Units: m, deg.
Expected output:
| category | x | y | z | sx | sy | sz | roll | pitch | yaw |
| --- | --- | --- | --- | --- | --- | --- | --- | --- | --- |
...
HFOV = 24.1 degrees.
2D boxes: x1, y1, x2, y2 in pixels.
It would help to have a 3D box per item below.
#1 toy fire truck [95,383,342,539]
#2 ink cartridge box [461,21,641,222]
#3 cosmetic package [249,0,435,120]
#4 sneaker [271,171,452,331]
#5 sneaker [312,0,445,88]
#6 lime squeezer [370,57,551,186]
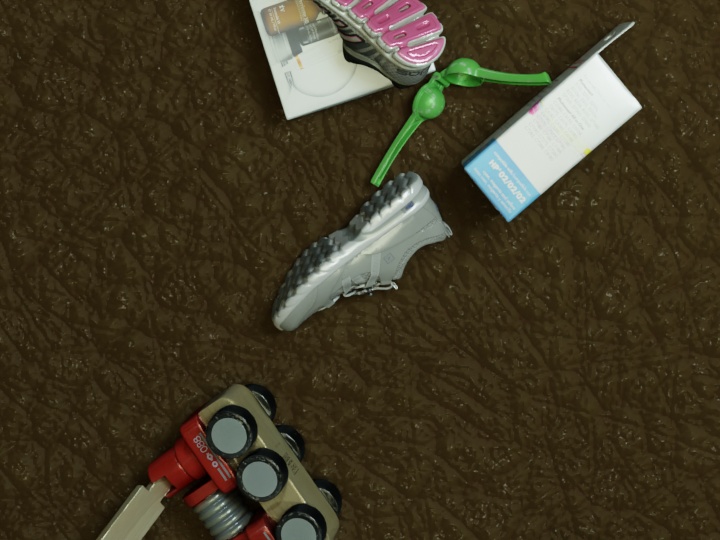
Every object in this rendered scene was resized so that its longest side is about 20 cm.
| category | x | y | z | sx | sy | sz | roll | pitch | yaw |
| --- | --- | --- | --- | --- | --- | --- | --- | --- | --- |
| toy fire truck | -0.144 | 0.235 | 1.615 | 0.199 | 0.129 | 0.177 | -34 | 95 | 17 |
| ink cartridge box | 0.189 | -0.138 | 1.553 | 0.200 | 0.115 | 0.068 | -41 | 94 | 6 |
| cosmetic package | -0.029 | -0.260 | 1.581 | 0.149 | 0.052 | 0.202 | -18 | 95 | 1 |
| sneaker | 0.000 | 0.000 | 1.596 | 0.199 | 0.075 | 0.082 | -39 | 110 | 15 |
| sneaker | -0.005 | -0.236 | 1.522 | 0.074 | 0.088 | 0.200 | -40 | 73 | -21 |
| lime squeezer | 0.085 | -0.155 | 1.587 | 0.199 | 0.038 | 0.071 | -30 | 76 | 21 |
